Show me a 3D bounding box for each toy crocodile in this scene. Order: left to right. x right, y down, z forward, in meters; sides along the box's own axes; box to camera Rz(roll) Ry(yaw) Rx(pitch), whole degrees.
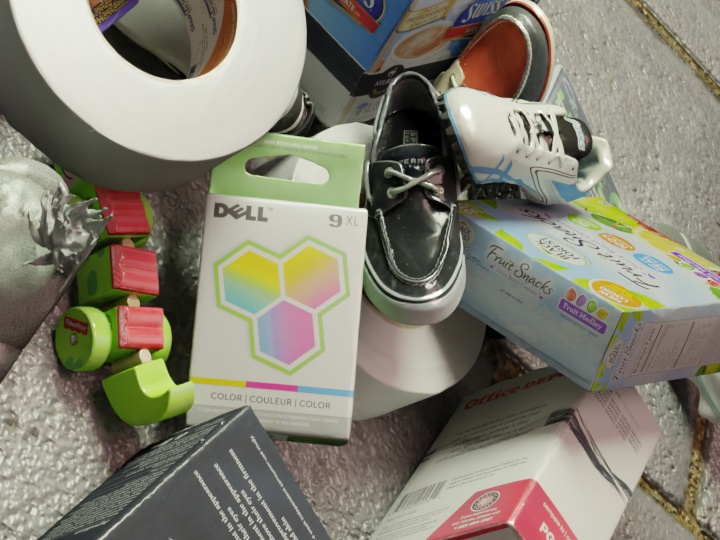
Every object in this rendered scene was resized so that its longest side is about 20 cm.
[{"bbox_3d":[-0.151,0.000,1.116,0.067,0.062,0.201,4,68,-47],"label":"toy crocodile"}]

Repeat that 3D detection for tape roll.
[{"bbox_3d":[-0.133,-0.152,1.094,0.199,0.066,0.202,10,70,-31],"label":"tape roll"},{"bbox_3d":[0.000,0.000,1.277,0.202,0.071,0.204,24,55,-38],"label":"tape roll"}]

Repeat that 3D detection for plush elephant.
[{"bbox_3d":[-0.232,-0.021,0.972,0.154,0.200,0.165,35,53,-7],"label":"plush elephant"}]

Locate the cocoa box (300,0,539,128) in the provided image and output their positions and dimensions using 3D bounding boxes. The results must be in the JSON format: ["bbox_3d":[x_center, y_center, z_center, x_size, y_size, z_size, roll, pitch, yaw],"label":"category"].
[{"bbox_3d":[0.026,-0.209,1.334,0.134,0.131,0.200,49,36,17],"label":"cocoa box"}]

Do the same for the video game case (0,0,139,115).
[{"bbox_3d":[-0.255,-0.181,1.088,0.182,0.045,0.200,53,49,-13],"label":"video game case"}]

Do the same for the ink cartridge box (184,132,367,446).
[{"bbox_3d":[-0.051,0.006,1.147,0.103,0.059,0.202,6,81,-5],"label":"ink cartridge box"}]

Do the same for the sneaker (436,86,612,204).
[{"bbox_3d":[0.112,-0.091,1.234,0.200,0.072,0.072,13,58,-60],"label":"sneaker"}]

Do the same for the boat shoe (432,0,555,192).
[{"bbox_3d":[0.077,-0.115,1.329,0.062,0.200,0.071,-23,66,-41],"label":"boat shoe"}]

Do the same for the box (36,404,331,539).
[{"bbox_3d":[-0.111,0.195,1.028,0.200,0.104,0.149,-39,101,-49],"label":"box"}]

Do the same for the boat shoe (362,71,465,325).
[{"bbox_3d":[0.035,-0.053,1.199,0.068,0.071,0.201,88,4,-45],"label":"boat shoe"}]

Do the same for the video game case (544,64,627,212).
[{"bbox_3d":[0.188,-0.058,1.491,0.201,0.023,0.182,64,19,-12],"label":"video game case"}]

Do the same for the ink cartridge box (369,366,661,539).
[{"bbox_3d":[0.106,0.157,1.256,0.085,0.144,0.200,55,41,-15],"label":"ink cartridge box"}]

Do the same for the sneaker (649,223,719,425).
[{"bbox_3d":[0.289,0.046,1.583,0.070,0.080,0.201,8,46,-37],"label":"sneaker"}]

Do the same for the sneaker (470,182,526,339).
[{"bbox_3d":[0.134,-0.028,1.439,0.083,0.071,0.201,33,50,-35],"label":"sneaker"}]

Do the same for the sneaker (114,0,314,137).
[{"bbox_3d":[-0.113,-0.158,1.244,0.200,0.073,0.112,48,-2,16],"label":"sneaker"}]

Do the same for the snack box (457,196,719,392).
[{"bbox_3d":[0.166,0.012,1.276,0.168,0.068,0.199,33,24,34],"label":"snack box"}]
